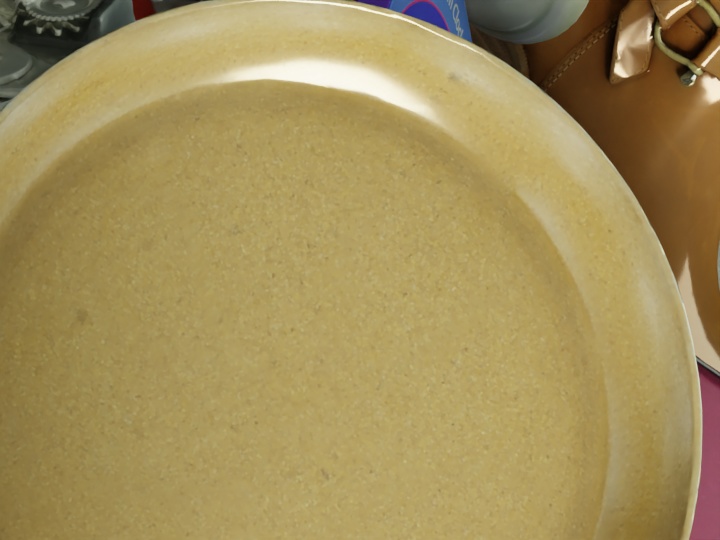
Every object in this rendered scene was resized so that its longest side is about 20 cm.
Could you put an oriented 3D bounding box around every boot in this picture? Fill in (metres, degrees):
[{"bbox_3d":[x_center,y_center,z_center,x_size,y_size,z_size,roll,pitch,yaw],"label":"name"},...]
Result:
[{"bbox_3d":[0.115,-0.052,0.944,0.200,0.155,0.077,56,16,6],"label":"boot"}]

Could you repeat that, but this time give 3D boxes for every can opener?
[{"bbox_3d":[-0.063,-0.077,0.773,0.200,0.053,0.067,-56,149,-56],"label":"can opener"}]

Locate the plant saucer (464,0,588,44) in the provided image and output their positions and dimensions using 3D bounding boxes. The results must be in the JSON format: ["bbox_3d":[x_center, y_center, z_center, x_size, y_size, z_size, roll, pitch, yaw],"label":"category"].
[{"bbox_3d":[0.002,-0.155,0.858,0.200,0.050,0.200,55,-20,32],"label":"plant saucer"}]

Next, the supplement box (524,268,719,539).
[{"bbox_3d":[0.077,0.067,0.814,0.110,0.086,0.200,37,0,20],"label":"supplement box"}]

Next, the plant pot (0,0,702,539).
[{"bbox_3d":[-0.016,0.035,0.685,0.027,0.199,0.201,148,-69,-71],"label":"plant pot"}]

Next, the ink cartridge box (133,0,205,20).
[{"bbox_3d":[-0.046,-0.076,0.875,0.200,0.050,0.163,-70,143,-68],"label":"ink cartridge box"}]

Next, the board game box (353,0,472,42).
[{"bbox_3d":[0.000,0.000,0.842,0.200,0.045,0.135,77,26,-48],"label":"board game box"}]
